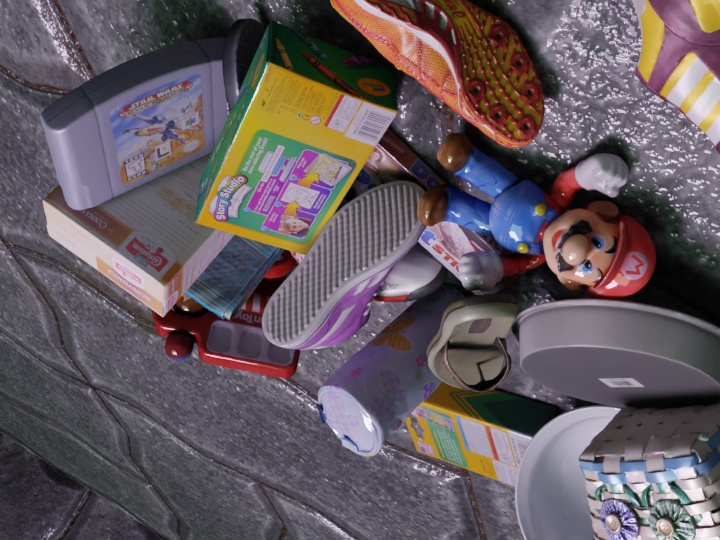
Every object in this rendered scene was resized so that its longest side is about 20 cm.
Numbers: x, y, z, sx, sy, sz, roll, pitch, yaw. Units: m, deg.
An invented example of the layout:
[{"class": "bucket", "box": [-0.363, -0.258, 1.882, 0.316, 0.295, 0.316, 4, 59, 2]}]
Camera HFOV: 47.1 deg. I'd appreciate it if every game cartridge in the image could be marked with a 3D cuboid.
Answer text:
[{"class": "game cartridge", "box": [-0.199, -0.145, 0.790, 0.042, 0.198, 0.134, 51, 155, 18]}]

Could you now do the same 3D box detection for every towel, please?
[{"class": "towel", "box": [-0.185, -0.055, 0.941, 0.199, 0.147, 0.022, 35, 165, 6]}]

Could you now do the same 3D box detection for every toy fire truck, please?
[{"class": "toy fire truck", "box": [-0.160, 0.034, 0.979, 0.196, 0.170, 0.113, 11, 146, -2]}]

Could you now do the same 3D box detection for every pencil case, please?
[{"class": "pencil case", "box": [0.047, 0.101, 0.854, 0.082, 0.200, 0.092, 9, 129, 45]}]

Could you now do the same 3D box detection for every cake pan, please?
[{"class": "cake pan", "box": [0.229, 0.080, 0.728, 0.197, 0.037, 0.201, 12, 159, 5]}]

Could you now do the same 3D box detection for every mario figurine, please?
[{"class": "mario figurine", "box": [0.142, -0.039, 0.670, 0.198, 0.106, 0.124, 27, 145, 20]}]

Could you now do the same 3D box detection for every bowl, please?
[{"class": "bowl", "box": [0.270, 0.238, 0.872, 0.198, 0.090, 0.205, 0, 91, 30]}]

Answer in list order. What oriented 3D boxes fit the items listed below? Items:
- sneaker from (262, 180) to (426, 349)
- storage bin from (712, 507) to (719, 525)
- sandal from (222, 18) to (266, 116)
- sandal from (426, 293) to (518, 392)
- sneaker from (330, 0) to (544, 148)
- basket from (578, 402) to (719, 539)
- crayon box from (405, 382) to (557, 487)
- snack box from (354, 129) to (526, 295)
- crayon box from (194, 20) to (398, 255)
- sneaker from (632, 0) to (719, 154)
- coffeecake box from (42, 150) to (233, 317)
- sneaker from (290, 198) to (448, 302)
[{"class": "sneaker", "box": [-0.001, 0.000, 0.803, 0.073, 0.200, 0.114, 53, -167, 25]}, {"class": "storage bin", "box": [0.366, 0.329, 0.826, 0.094, 0.201, 0.198, 45, 148, -10]}, {"class": "sandal", "box": [-0.104, -0.148, 0.801, 0.042, 0.077, 0.202, 15, 143, 20]}, {"class": "sandal", "box": [0.103, 0.079, 0.749, 0.078, 0.058, 0.201, -13, 157, 0]}, {"class": "sneaker", "box": [0.062, -0.171, 0.633, 0.200, 0.073, 0.077, 44, 170, -2]}, {"class": "basket", "box": [0.288, 0.225, 0.724, 0.175, 0.139, 0.202, -21, 101, 52]}, {"class": "crayon box", "box": [0.149, 0.198, 1.016, 0.198, 0.052, 0.127, 12, 140, 34]}, {"class": "snack box", "box": [0.070, -0.054, 0.797, 0.200, 0.024, 0.072, 42, 149, -6]}, {"class": "crayon box", "box": [-0.063, -0.108, 0.739, 0.117, 0.059, 0.201, 16, 136, -21]}, {"class": "sneaker", "box": [0.227, -0.120, 0.521, 0.089, 0.075, 0.202, 5, 130, 53]}, {"class": "coffeecake box", "box": [-0.206, -0.079, 0.875, 0.152, 0.201, 0.073, 34, 149, 5]}, {"class": "sneaker", "box": [-0.009, -0.034, 0.862, 0.199, 0.068, 0.109, 12, 143, 40]}]
